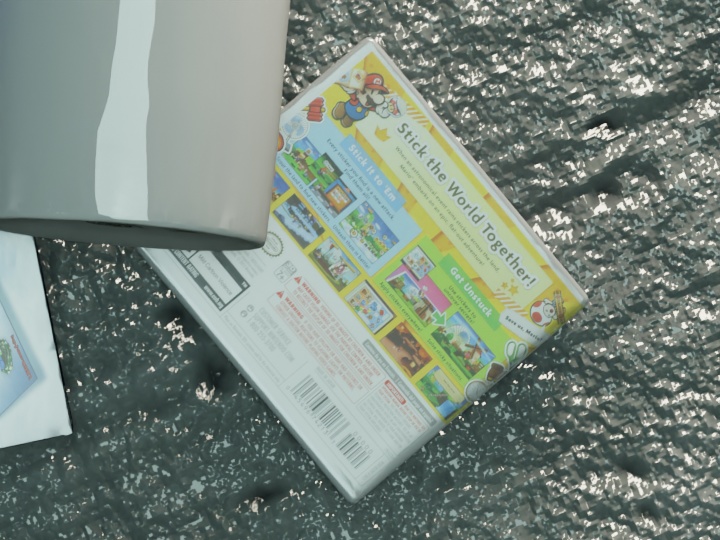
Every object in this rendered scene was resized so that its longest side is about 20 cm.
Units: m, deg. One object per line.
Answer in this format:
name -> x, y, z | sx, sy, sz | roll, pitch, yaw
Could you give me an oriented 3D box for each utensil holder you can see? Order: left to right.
utensil holder -> -0.122, -0.118, 1.294 | 0.169, 0.170, 0.201 | 5, 86, -5

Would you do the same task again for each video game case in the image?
video game case -> 0.000, 0.000, 1.386 | 0.182, 0.023, 0.200 | -40, 93, -4

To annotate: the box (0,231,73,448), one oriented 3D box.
box -> -0.247, 0.007, 1.354 | 0.136, 0.038, 0.201 | -11, 91, -5
